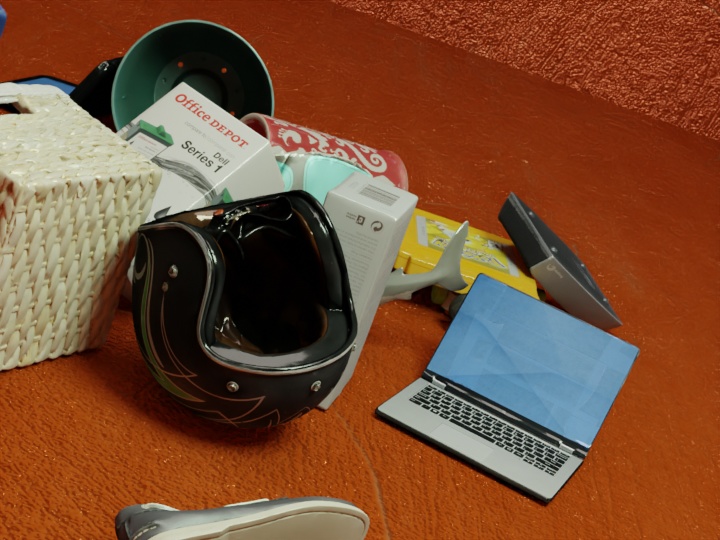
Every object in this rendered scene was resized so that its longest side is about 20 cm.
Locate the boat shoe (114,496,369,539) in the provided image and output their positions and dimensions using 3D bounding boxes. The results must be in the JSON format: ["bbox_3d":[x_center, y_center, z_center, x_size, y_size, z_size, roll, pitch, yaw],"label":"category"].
[{"bbox_3d":[-0.083,0.183,1.050,0.199,0.073,0.063,-1,30,-37],"label":"boat shoe"}]

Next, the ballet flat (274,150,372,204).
[{"bbox_3d":[-0.076,-0.100,1.605,0.199,0.072,0.072,10,21,-20],"label":"ballet flat"}]

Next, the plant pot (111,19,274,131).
[{"bbox_3d":[-0.210,-0.217,1.869,0.200,0.201,0.161,18,7,-6],"label":"plant pot"}]

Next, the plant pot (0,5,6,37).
[{"bbox_3d":[-0.530,-0.252,1.632,0.199,0.180,0.200,7,22,-34],"label":"plant pot"}]

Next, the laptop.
[{"bbox_3d":[0.147,0.108,1.433,0.187,0.116,0.200,26,19,17],"label":"laptop"}]

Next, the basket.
[{"bbox_3d":[-0.301,-0.039,1.248,0.161,0.201,0.198,31,21,23],"label":"basket"}]

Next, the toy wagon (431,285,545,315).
[{"bbox_3d":[0.153,0.026,1.795,0.155,0.040,0.200,17,18,-12],"label":"toy wagon"}]

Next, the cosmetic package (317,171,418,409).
[{"bbox_3d":[-0.019,0.017,1.379,0.071,0.201,0.101,22,18,8],"label":"cosmetic package"}]

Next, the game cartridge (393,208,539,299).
[{"bbox_3d":[0.124,-0.015,1.765,0.176,0.033,0.200,18,17,-5],"label":"game cartridge"}]

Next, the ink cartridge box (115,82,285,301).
[{"bbox_3d":[-0.197,-0.078,1.468,0.146,0.084,0.200,35,66,31],"label":"ink cartridge box"}]

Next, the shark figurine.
[{"bbox_3d":[0.005,0.000,1.523,0.214,0.090,0.128,-12,5,41],"label":"shark figurine"}]

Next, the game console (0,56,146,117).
[{"bbox_3d":[-0.377,-0.260,1.928,0.116,0.176,0.200,50,22,1],"label":"game console"}]

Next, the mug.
[{"bbox_3d":[-0.073,-0.094,1.756,0.200,0.177,0.134,17,45,-37],"label":"mug"}]

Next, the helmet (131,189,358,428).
[{"bbox_3d":[-0.101,0.039,1.255,0.199,0.191,0.200,-12,7,1],"label":"helmet"}]

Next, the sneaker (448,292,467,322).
[{"bbox_3d":[0.158,0.081,1.599,0.090,0.067,0.200,2,28,-48],"label":"sneaker"}]

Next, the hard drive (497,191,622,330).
[{"bbox_3d":[0.246,-0.004,1.823,0.200,0.042,0.135,38,19,-47],"label":"hard drive"}]
